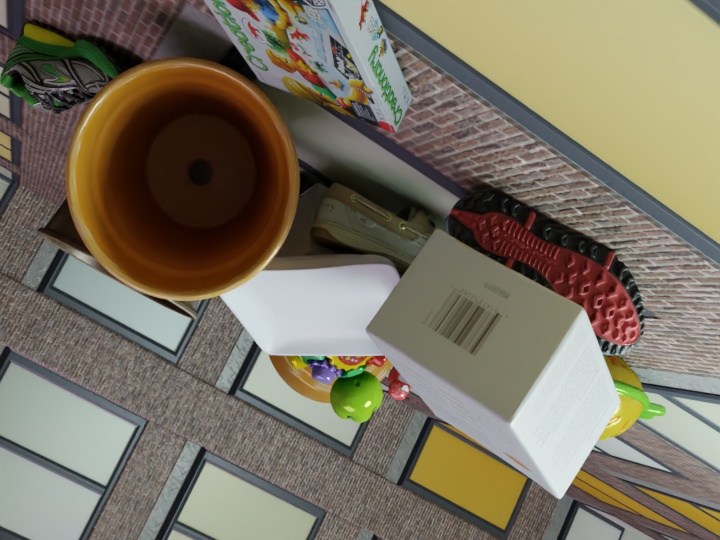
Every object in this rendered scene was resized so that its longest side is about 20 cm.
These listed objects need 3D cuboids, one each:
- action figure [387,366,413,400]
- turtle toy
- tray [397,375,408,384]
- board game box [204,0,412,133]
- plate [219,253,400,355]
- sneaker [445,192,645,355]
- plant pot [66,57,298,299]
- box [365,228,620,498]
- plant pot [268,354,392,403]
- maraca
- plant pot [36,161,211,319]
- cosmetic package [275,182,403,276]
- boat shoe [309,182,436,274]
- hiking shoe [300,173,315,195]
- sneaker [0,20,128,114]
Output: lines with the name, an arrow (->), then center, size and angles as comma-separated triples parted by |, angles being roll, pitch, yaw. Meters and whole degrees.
action figure -> 0.101, 0.105, 1.152 | 0.098, 0.200, 0.066 | 36, 131, 10
turtle toy -> -0.018, 0.092, 1.186 | 0.101, 0.143, 0.203 | -122, 18, -55
tray -> 0.143, 0.082, 1.074 | 0.107, 0.198, 0.023 | 13, 123, 52
board game box -> -0.044, -0.169, 0.646 | 0.124, 0.035, 0.200 | 24, 169, 22
plate -> -0.038, 0.034, 1.008 | 0.196, 0.033, 0.200 | -2, 151, 16
sneaker -> 0.163, 0.000, 0.860 | 0.199, 0.080, 0.096 | 37, 176, 2
plant pot -> -0.155, -0.088, 0.909 | 0.198, 0.203, 0.183 | 28, -175, -7
box -> 0.118, 0.083, 0.822 | 0.151, 0.107, 0.200 | 30, 168, 33
plant pot -> -0.018, 0.067, 1.355 | 0.198, 0.203, 0.183 | 29, 154, -10
maraca -> 0.283, 0.152, 1.165 | 0.135, 0.109, 0.198 | -1, 161, 43
plant pot -> -0.230, -0.080, 1.101 | 0.197, 0.201, 0.200 | 25, 169, 5
cosmetic package -> 0.000, 0.000, 1.066 | 0.198, 0.089, 0.103 | 26, 145, -28
boat shoe -> 0.045, -0.034, 0.986 | 0.197, 0.068, 0.074 | 19, 173, -30
hiking shoe -> -0.055, -0.045, 1.166 | 0.100, 0.077, 0.200 | 31, 169, 0
sneaker -> -0.307, -0.199, 1.044 | 0.197, 0.086, 0.078 | 20, 168, 32
